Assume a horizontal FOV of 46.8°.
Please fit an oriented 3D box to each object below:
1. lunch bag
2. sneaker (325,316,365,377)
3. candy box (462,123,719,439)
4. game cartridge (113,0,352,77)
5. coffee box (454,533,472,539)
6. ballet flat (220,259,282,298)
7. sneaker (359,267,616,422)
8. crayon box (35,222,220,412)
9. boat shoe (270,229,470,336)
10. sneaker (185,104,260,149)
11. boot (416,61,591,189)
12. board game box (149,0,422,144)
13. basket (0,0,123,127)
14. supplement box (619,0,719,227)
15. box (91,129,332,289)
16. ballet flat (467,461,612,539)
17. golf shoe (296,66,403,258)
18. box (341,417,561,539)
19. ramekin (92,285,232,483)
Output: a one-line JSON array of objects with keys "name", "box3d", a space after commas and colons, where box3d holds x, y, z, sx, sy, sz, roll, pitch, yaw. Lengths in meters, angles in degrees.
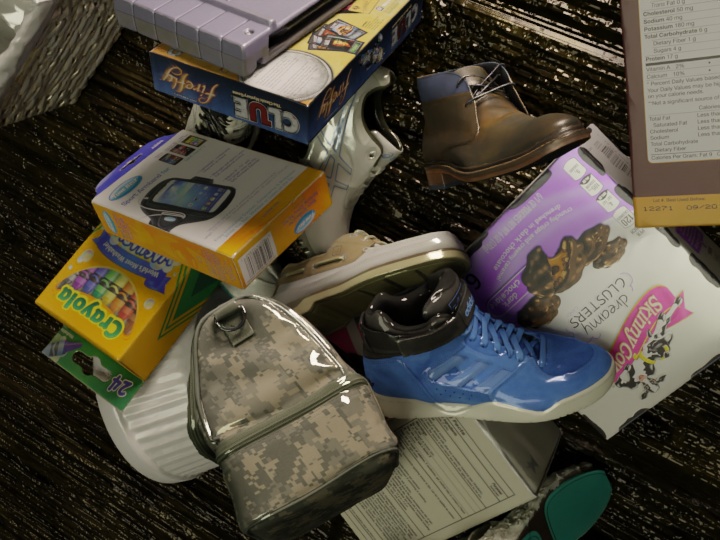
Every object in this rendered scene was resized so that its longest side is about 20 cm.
[{"name": "lunch bag", "box3d": [-0.063, 0.120, 0.687, 0.139, 0.200, 0.169, -26, 70, -7]}, {"name": "sneaker", "box3d": [0.025, 0.079, 0.797, 0.199, 0.083, 0.122, 11, 111, 31]}, {"name": "candy box", "box3d": [0.199, 0.012, 0.691, 0.200, 0.072, 0.168, 44, 123, 4]}, {"name": "game cartridge", "box3d": [-0.079, -0.226, 0.647, 0.129, 0.200, 0.039, 28, 140, 17]}, {"name": "coffee box", "box3d": [0.121, 0.311, 0.766, 0.114, 0.199, 0.080, 41, 133, 52]}, {"name": "ballet flat", "box3d": [-0.128, -0.023, 0.835, 0.200, 0.069, 0.070, 42, 124, 19]}, {"name": "sneaker", "box3d": [0.096, 0.054, 0.651, 0.198, 0.077, 0.112, -3, 120, 15]}, {"name": "crayon box", "box3d": [-0.207, 0.011, 0.767, 0.125, 0.201, 0.052, 26, 162, 30]}, {"name": "boat shoe", "box3d": [0.000, 0.000, 0.724, 0.199, 0.075, 0.069, -20, 58, 27]}, {"name": "sneaker", "box3d": [-0.125, -0.159, 0.770, 0.076, 0.088, 0.200, 41, 124, 3]}, {"name": "boot", "box3d": [0.096, -0.121, 0.645, 0.200, 0.074, 0.098, -2, 105, 66]}, {"name": "board game box", "box3d": [-0.051, -0.185, 0.656, 0.135, 0.200, 0.035, 22, 138, 17]}, {"name": "basket", "box3d": [-0.348, -0.269, 0.790, 0.200, 0.161, 0.198, 49, 123, -1]}, {"name": "supplement box", "box3d": [0.245, -0.155, 0.522, 0.132, 0.197, 0.202, 0, 111, 26]}, {"name": "box", "box3d": [-0.137, -0.062, 0.721, 0.199, 0.119, 0.042, 19, 141, 34]}, {"name": "ballet flat", "box3d": [0.147, 0.231, 0.751, 0.072, 0.199, 0.072, 30, 134, 37]}, {"name": "golf shoe", "box3d": [-0.011, -0.093, 0.753, 0.096, 0.078, 0.202, 8, 116, 16]}, {"name": "box", "box3d": [0.070, 0.174, 0.802, 0.200, 0.109, 0.128, -37, 91, 33]}, {"name": "ramekin", "box3d": [-0.163, 0.104, 0.841, 0.104, 0.200, 0.201, -18, 103, 20]}]
